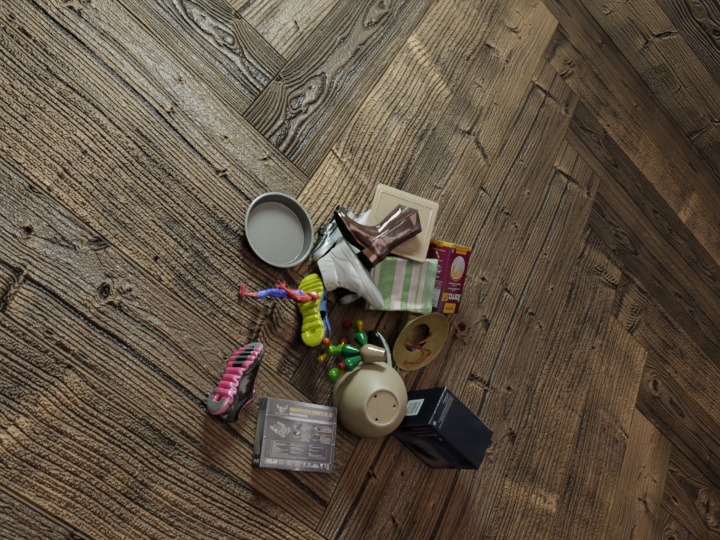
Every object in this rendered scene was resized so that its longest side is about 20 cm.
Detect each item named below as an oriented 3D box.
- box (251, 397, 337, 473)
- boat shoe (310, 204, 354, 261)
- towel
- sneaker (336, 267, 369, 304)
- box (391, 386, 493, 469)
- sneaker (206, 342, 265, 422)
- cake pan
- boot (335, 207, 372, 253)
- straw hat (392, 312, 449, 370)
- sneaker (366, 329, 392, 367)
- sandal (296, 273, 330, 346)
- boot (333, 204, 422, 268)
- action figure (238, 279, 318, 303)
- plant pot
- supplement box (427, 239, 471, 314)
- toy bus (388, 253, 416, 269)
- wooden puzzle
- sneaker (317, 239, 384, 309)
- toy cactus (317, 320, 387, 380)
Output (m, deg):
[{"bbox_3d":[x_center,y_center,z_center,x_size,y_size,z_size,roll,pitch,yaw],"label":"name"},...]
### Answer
[{"bbox_3d":[-0.156,0.402,1.452,0.197,0.048,0.161,15,68,-30],"label":"box"},{"bbox_3d":[-0.087,-0.103,1.639,0.056,0.069,0.201,41,52,-7],"label":"boat shoe"},{"bbox_3d":[0.112,0.040,1.631,0.197,0.023,0.155,4,101,-18],"label":"towel"},{"bbox_3d":[0.000,0.000,1.654,0.199,0.075,0.115,-35,99,-33],"label":"sneaker"},{"bbox_3d":[0.208,0.425,1.595,0.198,0.199,0.124,42,57,-16],"label":"box"},{"bbox_3d":[-0.277,0.265,1.409,0.096,0.078,0.201,54,53,-36],"label":"sneaker"},{"bbox_3d":[-0.215,-0.102,1.564,0.198,0.037,0.204,10,71,-31],"label":"cake pan"},{"bbox_3d":[-0.014,-0.098,1.668,0.200,0.090,0.073,-43,103,-33],"label":"boot"},{"bbox_3d":[0.150,0.178,1.690,0.198,0.204,0.085,1,31,-33],"label":"straw hat"},{"bbox_3d":[0.036,0.263,1.608,0.086,0.076,0.203,-10,82,-29],"label":"sneaker"},{"bbox_3d":[-0.117,0.108,1.558,0.087,0.078,0.203,45,39,-60],"label":"sandal"},{"bbox_3d":[0.051,-0.132,1.588,0.199,0.064,0.187,-38,92,-19],"label":"boot"},{"bbox_3d":[-0.199,0.055,1.490,0.197,0.065,0.053,10,80,-17],"label":"action figure"},{"bbox_3d":[0.038,0.332,1.509,0.197,0.134,0.204,1,88,-14],"label":"plant pot"},{"bbox_3d":[0.244,0.019,1.751,0.109,0.085,0.204,6,97,-47],"label":"supplement box"},{"bbox_3d":[0.113,-0.088,1.701,0.077,0.065,0.203,-5,71,-30],"label":"toy bus"},{"bbox_3d":[0.110,-0.129,1.653,0.182,0.037,0.203,18,65,-3],"label":"wooden puzzle"},{"bbox_3d":[-0.031,0.035,1.563,0.115,0.074,0.201,-34,86,9],"label":"sneaker"},{"bbox_3d":[-0.013,0.197,1.524,0.200,0.162,0.104,-54,143,-55],"label":"toy cactus"}]
